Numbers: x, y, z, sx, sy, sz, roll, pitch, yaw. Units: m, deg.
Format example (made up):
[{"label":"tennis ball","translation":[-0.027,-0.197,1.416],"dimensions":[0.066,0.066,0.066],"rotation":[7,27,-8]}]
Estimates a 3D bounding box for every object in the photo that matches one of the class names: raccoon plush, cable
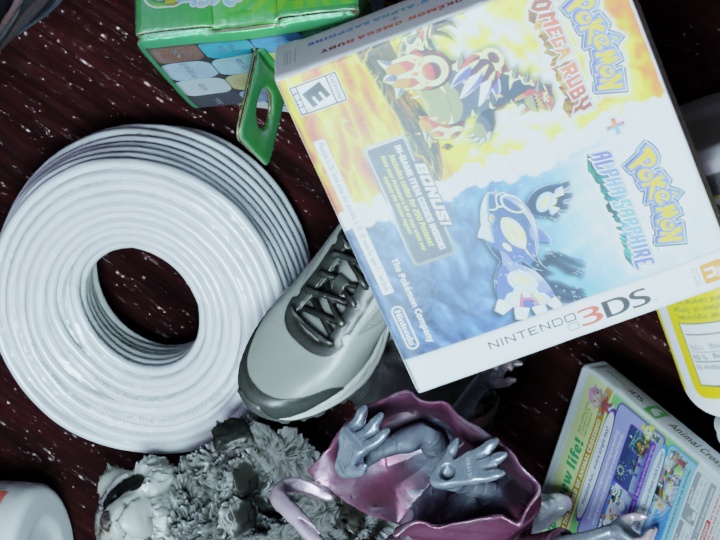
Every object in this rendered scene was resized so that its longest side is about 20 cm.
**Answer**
[{"label":"raccoon plush","translation":[-0.067,0.160,1.615],"dimensions":[0.199,0.097,0.134],"rotation":[26,150,-36]},{"label":"cable","translation":[-0.127,0.012,1.610],"dimensions":[0.199,0.069,0.201],"rotation":[8,114,14]}]

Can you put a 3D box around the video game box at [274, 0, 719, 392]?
[{"label":"video game box","translation":[0.076,-0.053,1.363],"dimensions":[0.181,0.047,0.201],"rotation":[-21,117,9]}]

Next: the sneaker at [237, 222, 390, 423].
[{"label":"sneaker","translation":[0.000,0.000,1.514],"dimensions":[0.074,0.079,0.200],"rotation":[41,86,25]}]

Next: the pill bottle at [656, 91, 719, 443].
[{"label":"pill bottle","translation":[0.217,0.010,1.474],"dimensions":[0.114,0.114,0.201],"rotation":[-14,107,22]}]

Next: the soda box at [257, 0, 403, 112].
[{"label":"soda box","translation":[-0.001,-0.119,1.505],"dimensions":[0.199,0.068,0.064],"rotation":[9,82,14]}]

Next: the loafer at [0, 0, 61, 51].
[{"label":"loafer","translation":[-0.254,-0.130,1.593],"dimensions":[0.200,0.063,0.072],"rotation":[-39,96,27]}]

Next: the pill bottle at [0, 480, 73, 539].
[{"label":"pill bottle","translation":[-0.293,0.187,1.713],"dimensions":[0.199,0.111,0.112],"rotation":[2,113,17]}]

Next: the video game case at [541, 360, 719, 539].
[{"label":"video game case","translation":[0.162,0.183,1.532],"dimensions":[0.182,0.022,0.201],"rotation":[41,126,40]}]

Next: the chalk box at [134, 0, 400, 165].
[{"label":"chalk box","translation":[-0.048,-0.160,1.424],"dimensions":[0.123,0.125,0.201],"rotation":[-6,76,10]}]

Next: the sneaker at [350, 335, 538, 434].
[{"label":"sneaker","translation":[0.078,0.052,1.566],"dimensions":[0.199,0.071,0.100],"rotation":[-15,112,25]}]

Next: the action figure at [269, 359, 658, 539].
[{"label":"action figure","translation":[0.065,0.136,1.491],"dimensions":[0.149,0.200,0.134],"rotation":[-42,65,3]}]
